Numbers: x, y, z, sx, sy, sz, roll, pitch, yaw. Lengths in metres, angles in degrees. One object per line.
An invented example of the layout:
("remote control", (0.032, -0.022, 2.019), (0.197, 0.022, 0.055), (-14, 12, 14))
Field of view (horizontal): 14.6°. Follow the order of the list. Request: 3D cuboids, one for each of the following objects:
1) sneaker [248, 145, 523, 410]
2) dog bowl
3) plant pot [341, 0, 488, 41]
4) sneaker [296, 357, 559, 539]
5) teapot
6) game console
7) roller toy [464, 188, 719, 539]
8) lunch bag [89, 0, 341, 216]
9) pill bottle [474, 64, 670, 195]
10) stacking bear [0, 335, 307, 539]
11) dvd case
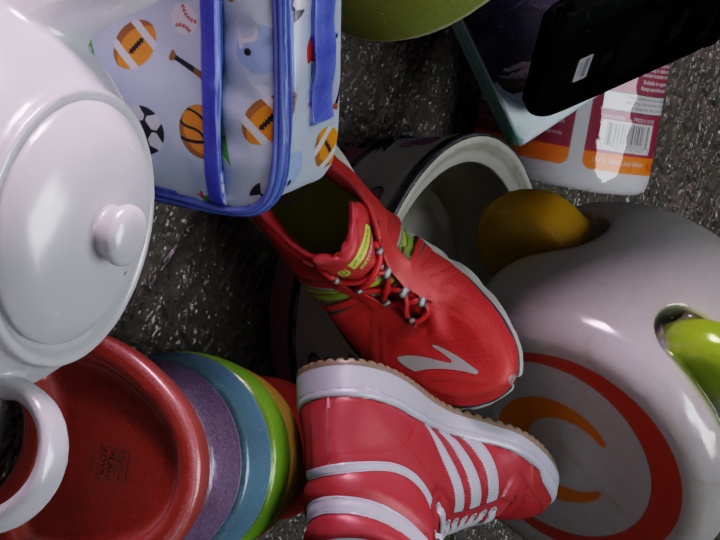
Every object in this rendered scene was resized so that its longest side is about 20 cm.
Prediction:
("sneaker", (0.000, 0.000, 1.442), (0.077, 0.200, 0.085), (-47, 180, 3))
("dog bowl", (0.023, 0.015, 1.588), (0.200, 0.074, 0.201), (-30, 127, -52))
("plant pot", (-0.018, -0.239, 1.348), (0.200, 0.187, 0.188), (34, 71, -39))
("sneaker", (0.035, 0.126, 1.440), (0.200, 0.071, 0.113), (27, 55, -46))
("teapot", (-0.156, -0.021, 1.205), (0.197, 0.146, 0.200), (-48, 140, -39))
("game console", (0.152, -0.184, 1.496), (0.200, 0.176, 0.117), (89, -23, -79))
("roller toy", (0.142, 0.060, 1.556), (0.140, 0.200, 0.183), (-48, 152, -41))
("lunch bag", (-0.079, -0.130, 1.277), (0.076, 0.160, 0.201), (-30, 127, -51))
("pill bottle", (0.135, -0.151, 1.673), (0.109, 0.109, 0.201), (1, 100, -59))
("stacking bear", (-0.080, 0.093, 1.420), (0.200, 0.113, 0.122), (1, 101, -64))
("dvd case", (0.135, -0.183, 1.595), (0.200, 0.022, 0.146), (-33, 110, -19))
